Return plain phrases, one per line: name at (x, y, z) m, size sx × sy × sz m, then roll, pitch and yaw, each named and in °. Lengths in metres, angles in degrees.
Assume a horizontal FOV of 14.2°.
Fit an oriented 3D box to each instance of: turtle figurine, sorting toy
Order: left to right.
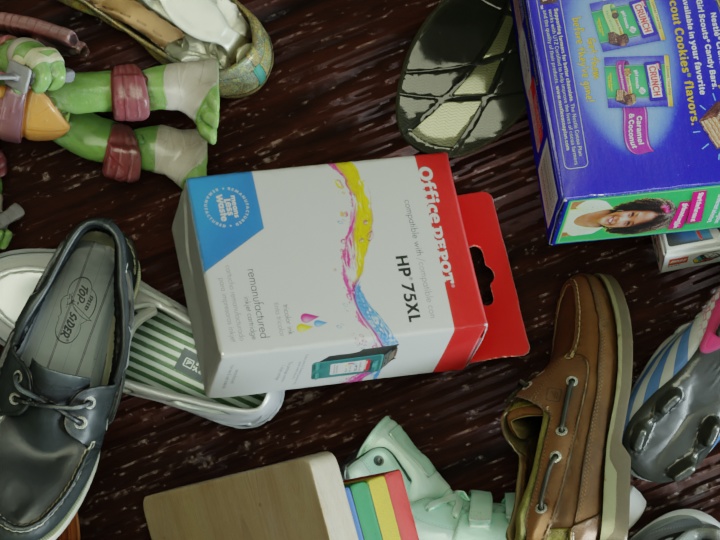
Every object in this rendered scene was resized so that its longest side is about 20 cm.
turtle figurine at (-0.181, -0.067, 1.677) m, size 0.193 × 0.200 × 0.144 m, roll 4°, pitch 108°, yaw -8°
sorting toy at (-0.026, 0.207, 1.649) m, size 0.069 × 0.199 × 0.201 m, roll -14°, pitch 88°, yaw -33°

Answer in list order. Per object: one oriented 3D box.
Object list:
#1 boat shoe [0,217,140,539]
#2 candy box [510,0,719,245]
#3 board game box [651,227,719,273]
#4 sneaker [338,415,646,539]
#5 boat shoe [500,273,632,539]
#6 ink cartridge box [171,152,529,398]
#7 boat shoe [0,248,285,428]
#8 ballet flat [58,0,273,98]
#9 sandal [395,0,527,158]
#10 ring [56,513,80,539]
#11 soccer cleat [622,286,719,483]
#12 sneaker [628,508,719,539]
boat shoe at (-0.169, 0.059, 1.627) m, size 0.074 × 0.066 × 0.200 m, roll 21°, pitch 66°, yaw 2°
candy box at (0.196, -0.114, 1.669) m, size 0.199 × 0.077 × 0.170 m, roll -6°, pitch 71°, yaw -4°
board game box at (0.219, -0.107, 1.729) m, size 0.126 × 0.035 × 0.201 m, roll -10°, pitch 72°, yaw -2°
sneaker at (0.061, 0.133, 1.703) m, size 0.200 × 0.074 × 0.119 m, roll -20°, pitch 92°, yaw -1°
boat shoe at (0.118, 0.081, 1.678) m, size 0.068 × 0.072 × 0.200 m, roll 7°, pitch 51°, yaw -6°
ink cartridge box at (0.000, 0.000, 1.687) m, size 0.199 × 0.067 × 0.117 m, roll -7°, pitch 67°, yaw -15°
boat shoe at (-0.137, 0.035, 1.711) m, size 0.199 × 0.067 × 0.074 m, roll 18°, pitch 84°, yaw 0°
ballet flat at (-0.137, -0.174, 1.730) m, size 0.200 × 0.071 × 0.071 m, roll 35°, pitch 85°, yaw 1°
sandal at (0.079, -0.153, 1.744) m, size 0.080 × 0.057 × 0.201 m, roll 21°, pitch 69°, yaw -1°
ring at (-0.262, 0.153, 1.680) m, size 0.200 × 0.019 × 0.201 m, roll 1°, pitch 109°, yaw 4°
soccer cleat at (0.217, 0.037, 1.701) m, size 0.070 × 0.086 × 0.200 m, roll 41°, pitch 98°, yaw -15°
sneaker at (0.138, 0.210, 1.681) m, size 0.200 × 0.115 × 0.075 m, roll -43°, pitch 88°, yaw -5°
